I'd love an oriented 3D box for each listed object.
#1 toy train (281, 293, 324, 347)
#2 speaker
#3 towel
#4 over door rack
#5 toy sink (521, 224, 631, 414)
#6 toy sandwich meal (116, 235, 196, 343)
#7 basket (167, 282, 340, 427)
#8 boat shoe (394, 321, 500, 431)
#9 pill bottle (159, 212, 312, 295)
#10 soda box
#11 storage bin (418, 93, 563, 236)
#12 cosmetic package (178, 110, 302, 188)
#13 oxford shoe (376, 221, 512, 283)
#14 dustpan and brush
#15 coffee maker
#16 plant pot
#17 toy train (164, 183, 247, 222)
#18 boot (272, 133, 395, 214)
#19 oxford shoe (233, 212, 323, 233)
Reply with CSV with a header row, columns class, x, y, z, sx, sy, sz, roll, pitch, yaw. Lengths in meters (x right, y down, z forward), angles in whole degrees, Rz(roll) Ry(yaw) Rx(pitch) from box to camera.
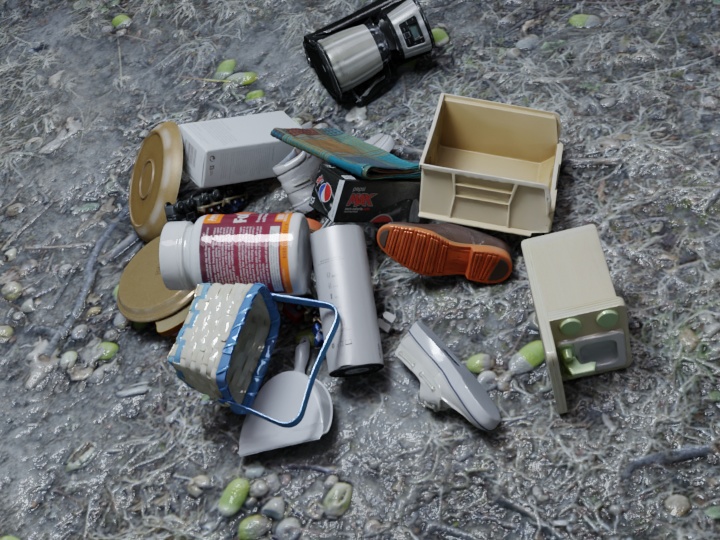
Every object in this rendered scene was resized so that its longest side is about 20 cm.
class,x,y,z,sx,sy,sz,roll,pitch,yaw
toy train,-0.091,0.050,1.707,0.200,0.034,0.046,43,68,15
speaker,-0.020,0.041,1.648,0.080,0.081,0.203,-12,76,9
towel,-0.019,-0.178,1.769,0.199,0.022,0.146,28,22,35
over door rack,0.000,0.000,1.755,0.198,0.067,0.148,25,61,19
toy sink,0.286,0.063,1.544,0.110,0.131,0.202,-13,46,8
toy sandwich meal,-0.285,0.021,1.835,0.203,0.071,0.207,-19,41,18
basket,-0.141,0.104,1.594,0.198,0.140,0.178,13,65,23
boat shoe,0.110,0.154,1.579,0.070,0.071,0.200,-50,51,11
pill bottle,-0.173,-0.022,1.663,0.197,0.115,0.115,-1,49,8
soda box,0.022,-0.113,1.761,0.198,0.072,0.063,-2,27,-42
storage bin,0.195,-0.156,1.743,0.196,0.095,0.201,10,38,7
cosmetic package,-0.190,-0.198,1.933,0.198,0.075,0.102,-10,38,-33
oxford shoe,0.120,-0.036,1.710,0.197,0.072,0.073,15,37,-5
dustpan and brush,-0.094,0.167,1.649,0.138,0.057,0.202,-15,52,23
coffee maker,0.009,-0.402,2.054,0.198,0.136,0.193,-27,45,-6
plant pot,-0.338,-0.146,1.929,0.027,0.201,0.201,11,38,-28
toy train,-0.240,-0.102,1.879,0.034,0.046,0.199,-1,14,30
boot,-0.043,-0.183,1.892,0.199,0.096,0.073,-37,16,-14
oxford shoe,-0.155,-0.042,1.839,0.197,0.071,0.073,0,57,21
